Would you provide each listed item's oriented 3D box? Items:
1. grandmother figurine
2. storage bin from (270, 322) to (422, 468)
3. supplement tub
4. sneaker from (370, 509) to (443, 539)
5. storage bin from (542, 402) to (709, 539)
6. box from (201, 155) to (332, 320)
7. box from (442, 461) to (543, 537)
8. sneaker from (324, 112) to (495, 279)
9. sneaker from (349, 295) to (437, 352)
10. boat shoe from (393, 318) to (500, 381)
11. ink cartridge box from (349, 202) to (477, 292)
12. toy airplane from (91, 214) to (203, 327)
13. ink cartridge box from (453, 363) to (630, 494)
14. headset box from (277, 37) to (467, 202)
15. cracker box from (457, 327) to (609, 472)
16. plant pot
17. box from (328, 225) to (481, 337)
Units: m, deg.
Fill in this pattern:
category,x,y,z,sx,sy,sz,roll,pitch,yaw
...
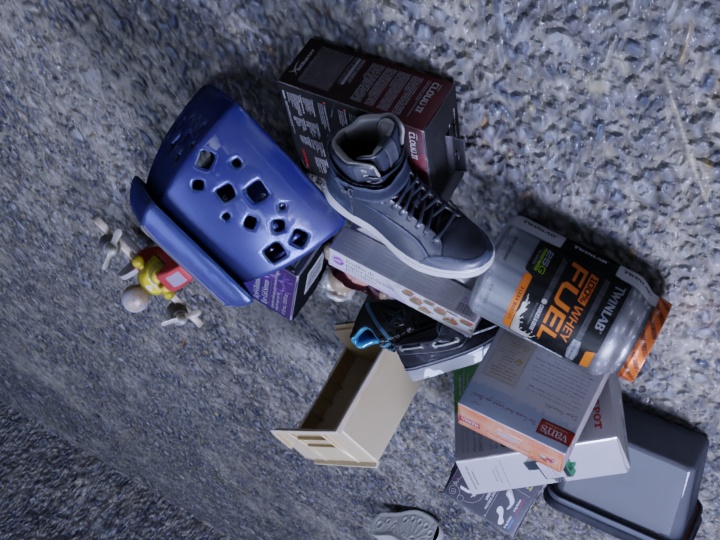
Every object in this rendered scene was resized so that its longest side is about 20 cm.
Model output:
category,x,y,z,sx,sy,sz,roll,pitch,yaw
grandmother figurine,0.000,0.000,1.510,0.121,0.061,0.200,46,155,-8
storage bin,-0.013,0.182,1.665,0.094,0.201,0.198,43,152,-23
supplement tub,0.230,0.034,1.229,0.199,0.123,0.123,27,153,12
sneaker,0.128,0.552,2.272,0.199,0.081,0.146,-6,142,48
storage bin,0.360,0.254,1.460,0.199,0.145,0.135,22,124,23
box,-0.147,-0.046,1.542,0.199,0.105,0.148,29,154,8
box,0.198,0.266,1.560,0.114,0.133,0.200,29,-175,7
sneaker,0.050,-0.076,1.128,0.201,0.077,0.146,29,156,11
sneaker,0.069,0.080,1.533,0.199,0.082,0.073,-1,138,48
boat shoe,0.126,0.080,1.423,0.199,0.072,0.068,-24,103,40
ink cartridge box,0.095,-0.013,1.364,0.200,0.067,0.115,45,151,-21
toy airplane,-0.345,0.006,1.812,0.199,0.142,0.200,28,154,12
ink cartridge box,0.221,0.182,1.380,0.198,0.147,0.085,-12,136,16
headset box,0.023,-0.149,1.208,0.199,0.077,0.149,21,151,23
cracker box,0.214,0.114,1.292,0.133,0.201,0.058,24,152,18
plant pot,-0.162,-0.083,1.339,0.200,0.180,0.200,44,179,-23
box,0.056,0.013,1.331,0.199,0.042,0.039,27,152,13
